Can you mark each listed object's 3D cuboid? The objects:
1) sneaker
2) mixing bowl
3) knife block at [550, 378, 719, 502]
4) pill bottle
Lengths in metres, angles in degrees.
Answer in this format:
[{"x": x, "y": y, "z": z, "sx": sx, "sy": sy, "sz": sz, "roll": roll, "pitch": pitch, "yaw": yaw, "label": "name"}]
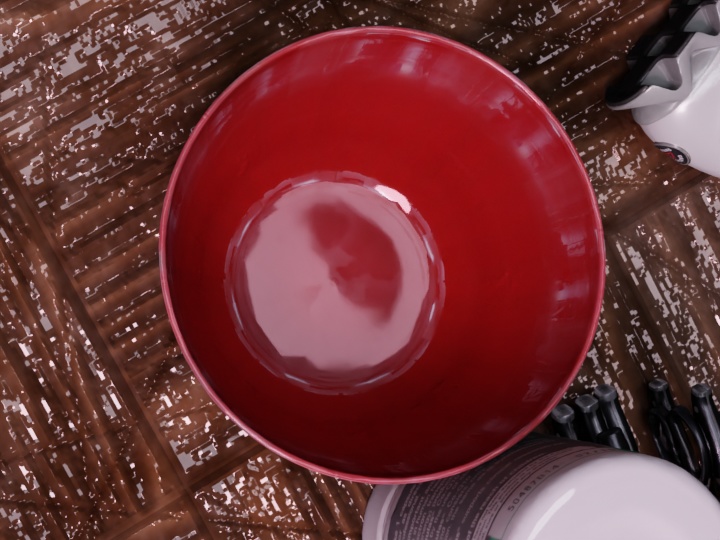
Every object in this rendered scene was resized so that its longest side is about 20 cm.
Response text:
[{"x": 0.215, "y": -0.134, "z": 1.090, "sx": 0.089, "sy": 0.074, "sz": 0.200, "roll": 39, "pitch": 88, "yaw": -16, "label": "sneaker"}, {"x": 0.000, "y": 0.000, "z": 0.985, "sx": 0.200, "sy": 0.108, "sz": 0.200, "roll": 2, "pitch": 81, "yaw": -13, "label": "mixing bowl"}, {"x": 0.152, "y": 0.160, "z": 1.072, "sx": 0.176, "sy": 0.064, "sz": 0.200, "roll": 24, "pitch": 83, "yaw": -17, "label": "knife block"}, {"x": 0.076, "y": 0.129, "z": 0.972, "sx": 0.113, "sy": 0.200, "sz": 0.113, "roll": 0, "pitch": 91, "yaw": -20, "label": "pill bottle"}]
